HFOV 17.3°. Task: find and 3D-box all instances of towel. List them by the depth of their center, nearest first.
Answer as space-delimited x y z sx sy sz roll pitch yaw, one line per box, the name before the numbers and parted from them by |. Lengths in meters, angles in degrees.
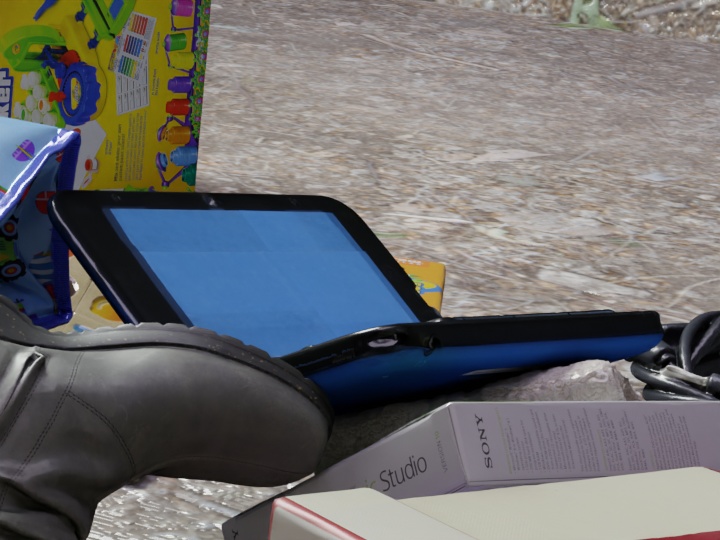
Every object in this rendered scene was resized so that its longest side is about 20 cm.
towel | 0.057 0.071 1.032 0.132 0.035 0.200 -14 -11 7

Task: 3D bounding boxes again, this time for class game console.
game console | 0.000 0.000 1.000 0.170 0.119 0.200 -20 -11 39

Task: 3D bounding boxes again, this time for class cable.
cable | 0.251 0.058 1.332 0.199 0.051 0.163 1 14 -21

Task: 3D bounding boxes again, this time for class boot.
boot | -0.103 0.080 0.839 0.199 0.068 0.131 15 43 -20

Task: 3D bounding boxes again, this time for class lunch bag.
lunch bag | -0.222 -0.001 0.962 0.150 0.094 0.200 11 22 15

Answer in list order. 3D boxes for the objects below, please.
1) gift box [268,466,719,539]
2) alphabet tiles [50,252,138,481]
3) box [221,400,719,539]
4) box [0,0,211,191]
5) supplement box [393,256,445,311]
gift box | 0.077 0.147 0.591 0.186 0.185 0.200 -2 9 -37
alphabet tiles | -0.149 0.031 1.183 0.199 0.006 0.167 23 32 -1
box | 0.065 0.091 0.948 0.199 0.036 0.144 4 -24 -40
box | -0.220 -0.148 1.684 0.192 0.201 0.122 -4 16 -39
supplement box | 0.008 0.042 1.265 0.066 0.069 0.200 8 11 1
